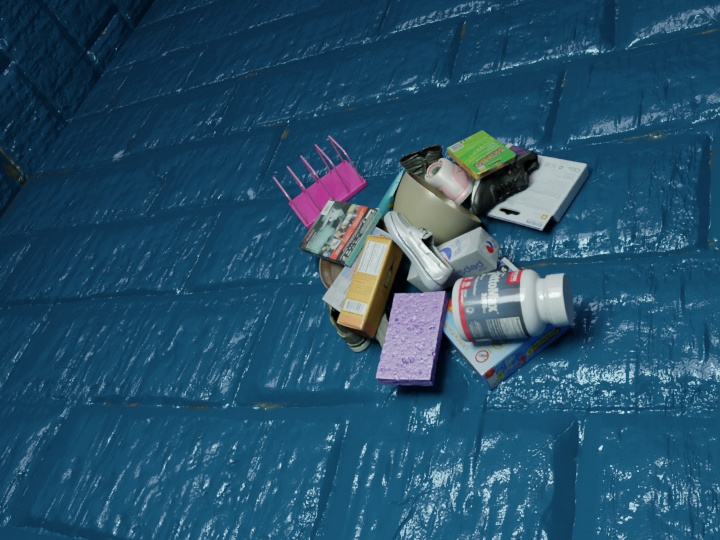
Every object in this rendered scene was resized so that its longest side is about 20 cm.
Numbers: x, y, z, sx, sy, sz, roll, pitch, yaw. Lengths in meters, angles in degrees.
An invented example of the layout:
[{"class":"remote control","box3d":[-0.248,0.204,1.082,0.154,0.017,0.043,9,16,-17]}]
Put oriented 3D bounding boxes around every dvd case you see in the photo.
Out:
[{"class":"dvd case","box3d":[-0.049,-0.090,1.658,0.199,0.022,0.147,18,72,50]}]

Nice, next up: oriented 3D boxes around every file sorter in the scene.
[{"class":"file sorter","box3d":[-0.113,-0.241,1.915,0.199,0.126,0.139,-37,41,-2]}]

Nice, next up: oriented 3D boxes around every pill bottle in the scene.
[{"class":"pill bottle","box3d":[0.275,0.062,1.301,0.197,0.120,0.121,-9,47,26]}]

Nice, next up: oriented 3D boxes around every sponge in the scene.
[{"class":"sponge","box3d":[0.103,0.130,1.412,0.110,0.030,0.202,-2,53,23]}]

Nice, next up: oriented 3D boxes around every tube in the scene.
[{"class":"tube","box3d":[0.067,-0.157,1.673,0.050,0.200,0.078,19,66,0]}]

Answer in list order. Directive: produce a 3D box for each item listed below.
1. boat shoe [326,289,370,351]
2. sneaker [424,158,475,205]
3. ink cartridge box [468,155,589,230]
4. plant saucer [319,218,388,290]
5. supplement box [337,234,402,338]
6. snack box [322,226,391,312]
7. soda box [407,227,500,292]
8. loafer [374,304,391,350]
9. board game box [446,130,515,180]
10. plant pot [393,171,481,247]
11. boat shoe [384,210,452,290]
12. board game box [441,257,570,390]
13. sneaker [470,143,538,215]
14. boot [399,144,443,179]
[{"class":"boat shoe","box3d":[-0.035,0.093,1.604,0.072,0.060,0.202,-33,41,4]},{"class":"sneaker","box3d":[0.203,-0.214,1.640,0.076,0.104,0.200,-51,3,17]},{"class":"ink cartridge box","box3d":[0.371,-0.171,1.594,0.195,0.043,0.201,21,65,42]},{"class":"plant saucer","box3d":[-0.002,-0.029,1.634,0.198,0.034,0.203,-17,57,27]},{"class":"supplement box","box3d":[0.022,0.032,1.496,0.068,0.067,0.202,14,75,30]},{"class":"snack box","box3d":[0.000,0.000,1.575,0.072,0.024,0.201,30,82,42]},{"class":"soda box","box3d":[0.192,-0.016,1.502,0.199,0.068,0.064,-24,38,44]},{"class":"loafer","box3d":[0.075,0.138,1.480,0.070,0.070,0.200,-52,40,9]},{"class":"board game box","box3d":[0.266,-0.254,1.587,0.095,0.030,0.200,-26,25,0]},{"class":"plant pot","box3d":[0.148,-0.107,1.595,0.135,0.199,0.201,-57,40,14]},{"class":"boat shoe","box3d":[0.124,-0.055,1.476,0.067,0.073,0.201,-43,67,25]},{"class":"board game box","box3d":[0.268,0.098,1.404,0.195,0.056,0.200,-37,41,-1]},{"class":"sneaker","box3d":[0.317,-0.197,1.570,0.087,0.076,0.201,22,64,36]},{"class":"boot","box3d":[0.120,-0.224,1.741,0.198,0.131,0.068,-24,42,12]}]
